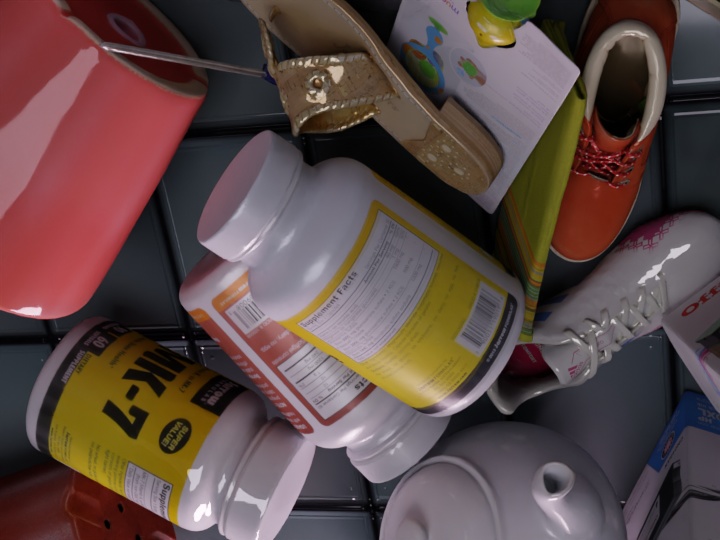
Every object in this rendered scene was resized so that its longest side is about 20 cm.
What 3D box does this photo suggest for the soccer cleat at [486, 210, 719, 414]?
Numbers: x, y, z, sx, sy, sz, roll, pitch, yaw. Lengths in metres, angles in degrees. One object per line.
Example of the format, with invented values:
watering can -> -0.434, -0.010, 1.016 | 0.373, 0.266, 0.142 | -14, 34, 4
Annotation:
soccer cleat -> 0.167, 0.036, 0.842 | 0.199, 0.087, 0.070 | -36, 105, 27

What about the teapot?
teapot -> 0.079, 0.197, 0.877 | 0.145, 0.197, 0.202 | 14, 99, -39

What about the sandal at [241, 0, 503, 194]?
sandal -> -0.012, -0.103, 0.750 | 0.211, 0.070, 0.078 | 38, 157, -5

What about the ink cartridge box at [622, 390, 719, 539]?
ink cartridge box -> 0.234, 0.204, 0.849 | 0.083, 0.200, 0.146 | 20, 121, 2

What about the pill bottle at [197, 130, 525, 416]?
pill bottle -> 0.000, 0.000, 0.781 | 0.199, 0.113, 0.112 | 34, 121, -21

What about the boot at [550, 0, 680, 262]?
boot -> 0.149, -0.080, 0.774 | 0.074, 0.108, 0.202 | 11, 122, 6

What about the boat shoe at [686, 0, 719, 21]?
boat shoe -> 0.252, -0.169, 0.726 | 0.198, 0.072, 0.068 | 24, 118, -10

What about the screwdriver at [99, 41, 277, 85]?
screwdriver -> -0.073, -0.131, 0.781 | 0.199, 0.028, 0.029 | 10, 105, -40

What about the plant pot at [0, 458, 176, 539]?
plant pot -> -0.267, 0.248, 1.018 | 0.194, 0.201, 0.202 | -25, 110, 16

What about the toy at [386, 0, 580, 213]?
toy -> 0.073, -0.122, 0.757 | 0.115, 0.047, 0.200 | 44, 163, 8

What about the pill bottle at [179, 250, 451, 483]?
pill bottle -> -0.027, 0.053, 0.886 | 0.112, 0.112, 0.200 | -34, 105, 27

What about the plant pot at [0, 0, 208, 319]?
plant pot -> -0.206, -0.100, 0.815 | 0.200, 0.201, 0.177 | 41, 108, -10

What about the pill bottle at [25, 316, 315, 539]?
pill bottle -> -0.141, 0.125, 0.935 | 0.198, 0.114, 0.115 | 24, 122, 12

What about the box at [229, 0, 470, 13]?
box -> 0.011, -0.260, 0.747 | 0.197, 0.050, 0.201 | 7, 120, 10

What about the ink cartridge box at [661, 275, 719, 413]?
ink cartridge box -> 0.283, 0.045, 0.732 | 0.144, 0.200, 0.084 | -37, 103, 5

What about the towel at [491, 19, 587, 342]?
towel -> 0.114, -0.052, 0.786 | 0.018, 0.087, 0.201 | -3, 134, -9
